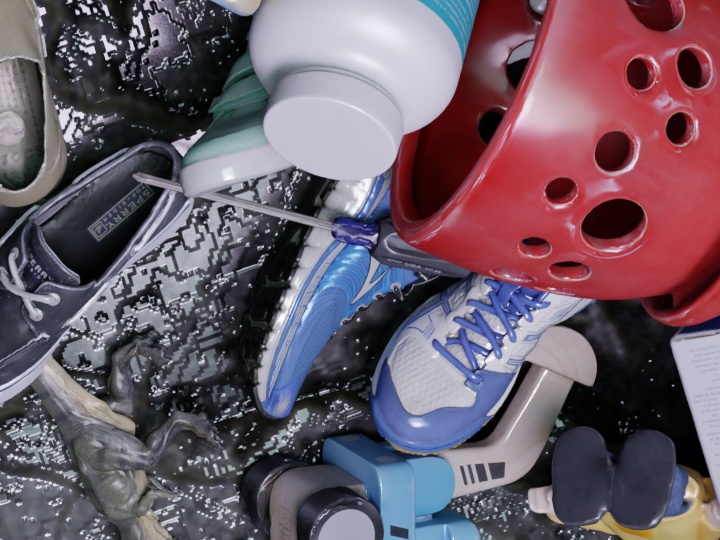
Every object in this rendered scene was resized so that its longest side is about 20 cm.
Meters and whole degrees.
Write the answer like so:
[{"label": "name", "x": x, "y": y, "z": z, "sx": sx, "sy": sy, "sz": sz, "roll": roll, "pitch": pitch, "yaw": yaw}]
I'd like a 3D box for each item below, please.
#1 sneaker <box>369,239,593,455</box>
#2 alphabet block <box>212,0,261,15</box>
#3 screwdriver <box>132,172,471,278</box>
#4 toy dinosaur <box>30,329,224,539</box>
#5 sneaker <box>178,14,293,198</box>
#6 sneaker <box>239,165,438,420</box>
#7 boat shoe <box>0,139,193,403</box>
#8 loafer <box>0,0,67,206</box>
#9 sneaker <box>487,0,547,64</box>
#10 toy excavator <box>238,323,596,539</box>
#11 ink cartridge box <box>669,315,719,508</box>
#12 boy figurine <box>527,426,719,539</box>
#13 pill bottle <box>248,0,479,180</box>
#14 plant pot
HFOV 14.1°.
[{"label": "sneaker", "x": 0.078, "y": 0.016, "z": 1.628, "sx": 0.075, "sy": 0.088, "sz": 0.200, "roll": 38, "pitch": 65, "yaw": 10}, {"label": "alphabet block", "x": -0.106, "y": -0.272, "z": 1.496, "sx": 0.196, "sy": 0.195, "sz": 0.200, "roll": 28, "pitch": 95, "yaw": -19}, {"label": "screwdriver", "x": -0.030, "y": -0.028, "z": 1.590, "sx": 0.200, "sy": 0.029, "sz": 0.028, "roll": 14, "pitch": 93, "yaw": -13}, {"label": "toy dinosaur", "x": -0.136, "y": 0.087, "z": 1.651, "sx": 0.088, "sy": 0.047, "sz": 0.200, "roll": -31, "pitch": 105, "yaw": 3}, {"label": "sneaker", "x": -0.057, "y": -0.120, "z": 1.563, "sx": 0.074, "sy": 0.200, "sz": 0.118, "roll": -14, "pitch": 107, "yaw": 33}, {"label": "sneaker", "x": 0.000, "y": 0.000, "z": 1.644, "sx": 0.089, "sy": 0.079, "sz": 0.200, "roll": 28, "pitch": 95, "yaw": -15}, {"label": "boat shoe", "x": -0.172, "y": 0.002, "z": 1.596, "sx": 0.200, "sy": 0.068, "sz": 0.072, "roll": -40, "pitch": 83, "yaw": -5}, {"label": "loafer", "x": -0.204, "y": -0.126, "z": 1.571, "sx": 0.076, "sy": 0.068, "sz": 0.200, "roll": -23, "pitch": 107, "yaw": -7}, {"label": "sneaker", "x": 0.118, "y": -0.205, "z": 1.602, "sx": 0.200, "sy": 0.078, "sz": 0.099, "roll": -42, "pitch": 129, "yaw": 5}, {"label": "toy excavator", "x": 0.039, "y": 0.129, "z": 1.686, "sx": 0.200, "sy": 0.100, "sz": 0.195, "roll": -6, "pitch": 104, "yaw": -26}, {"label": "ink cartridge box", "x": 0.250, "y": 0.087, "z": 1.671, "sx": 0.043, "sy": 0.196, "sz": 0.200, "roll": -10, "pitch": 108, "yaw": 29}, {"label": "boy figurine", "x": 0.160, "y": 0.139, "z": 1.674, "sx": 0.124, "sy": 0.200, "sz": 0.065, "roll": 2, "pitch": 72, "yaw": 17}, {"label": "pill bottle", "x": 0.007, "y": -0.146, "z": 1.501, "sx": 0.111, "sy": 0.111, "sz": 0.200, "roll": 27, "pitch": 56, "yaw": -17}, {"label": "plant pot", "x": 0.135, "y": -0.074, "z": 1.526, "sx": 0.182, "sy": 0.200, "sz": 0.201, "roll": 24, "pitch": 97, "yaw": -15}]
